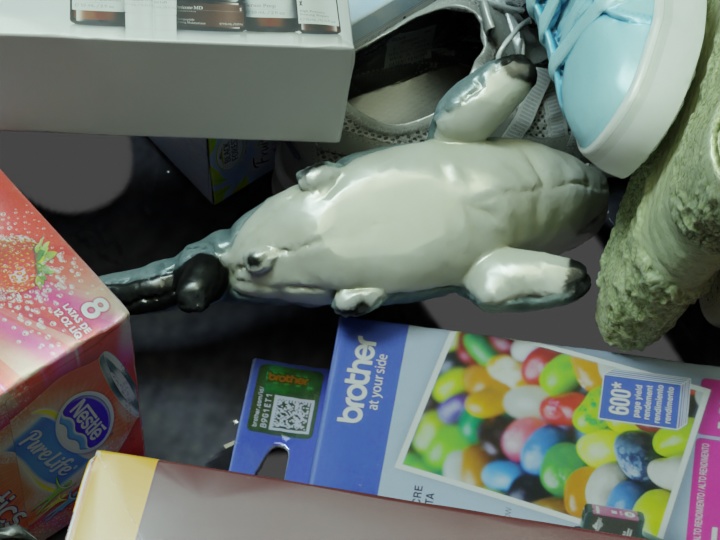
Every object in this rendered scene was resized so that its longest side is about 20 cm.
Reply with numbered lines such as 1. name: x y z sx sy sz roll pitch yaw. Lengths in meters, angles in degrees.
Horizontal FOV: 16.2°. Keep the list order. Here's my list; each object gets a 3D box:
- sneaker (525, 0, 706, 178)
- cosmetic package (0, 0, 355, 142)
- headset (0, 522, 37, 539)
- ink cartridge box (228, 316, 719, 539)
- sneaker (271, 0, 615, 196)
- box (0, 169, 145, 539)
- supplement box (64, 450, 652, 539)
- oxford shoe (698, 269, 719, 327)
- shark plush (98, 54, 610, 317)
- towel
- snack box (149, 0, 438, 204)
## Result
1. sneaker: 0.072 -0.116 0.915 0.082 0.074 0.200 16 43 -16
2. cosmetic package: -0.106 -0.093 0.890 0.200 0.051 0.083 1 45 -9
3. headset: -0.156 0.170 0.781 0.123 0.094 0.200 30 71 20
4. ink cartridge box: 0.049 0.080 0.881 0.200 0.042 0.119 6 54 7
5. sneaker: 0.061 -0.074 0.965 0.200 0.082 0.075 -25 57 -17
6. box: -0.171 0.005 0.899 0.095 0.103 0.200 -32 58 -22
7. supplement box: -0.003 0.183 0.746 0.200 0.133 0.197 9 55 7
8. oxford shoe: 0.170 -0.054 0.959 0.071 0.074 0.200 48 39 -14
9. shark plush: 0.000 0.000 0.922 0.200 0.083 0.091 -25 84 -8
10. towel: 0.136 -0.077 0.889 0.036 0.148 0.200 23 63 -4
11. snack box: -0.031 -0.143 1.027 0.200 0.068 0.169 -34 61 -20
